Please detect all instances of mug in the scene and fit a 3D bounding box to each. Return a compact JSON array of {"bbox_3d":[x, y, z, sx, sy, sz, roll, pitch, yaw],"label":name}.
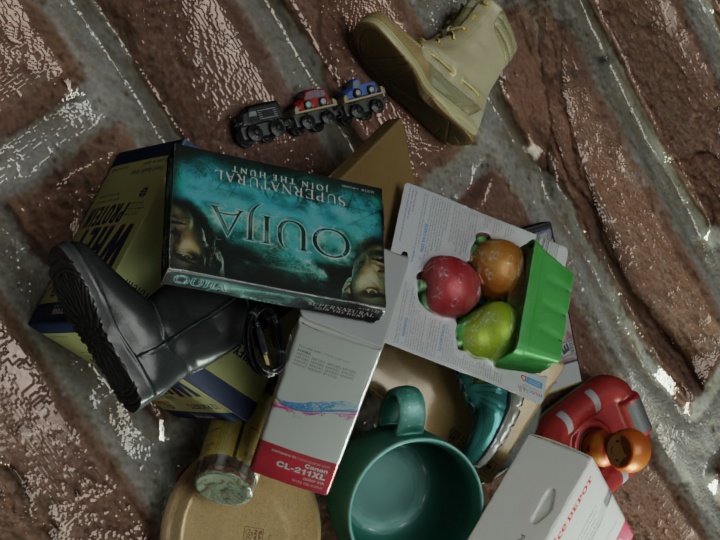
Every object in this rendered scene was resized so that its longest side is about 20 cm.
[{"bbox_3d":[0.048,0.227,1.737,0.152,0.114,0.185,32,86,-18],"label":"mug"}]

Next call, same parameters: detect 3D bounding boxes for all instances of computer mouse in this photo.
[{"bbox_3d":[-0.108,0.000,1.463,0.059,0.034,0.200,-13,73,-43],"label":"computer mouse"}]

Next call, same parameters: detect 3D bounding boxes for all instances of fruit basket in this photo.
[{"bbox_3d":[0.114,0.025,1.686,0.200,0.094,0.185,18,62,-13],"label":"fruit basket"}]

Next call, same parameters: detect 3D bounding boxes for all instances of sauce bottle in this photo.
[{"bbox_3d":[-0.113,0.141,1.640,0.065,0.065,0.200,44,42,-26],"label":"sauce bottle"}]

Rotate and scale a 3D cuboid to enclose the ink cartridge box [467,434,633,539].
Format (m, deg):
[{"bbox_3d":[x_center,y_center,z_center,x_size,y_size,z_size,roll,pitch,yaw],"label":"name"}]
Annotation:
[{"bbox_3d":[0.207,0.287,1.759,0.147,0.083,0.200,-57,144,-19],"label":"ink cartridge box"}]

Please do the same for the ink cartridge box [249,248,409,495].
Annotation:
[{"bbox_3d":[-0.029,0.088,1.543,0.083,0.200,0.146,20,39,0],"label":"ink cartridge box"}]

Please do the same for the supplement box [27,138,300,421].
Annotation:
[{"bbox_3d":[-0.173,0.014,1.591,0.200,0.134,0.200,36,67,-29],"label":"supplement box"}]

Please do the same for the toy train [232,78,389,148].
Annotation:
[{"bbox_3d":[-0.053,-0.172,1.756,0.200,0.034,0.046,-16,85,-35],"label":"toy train"}]

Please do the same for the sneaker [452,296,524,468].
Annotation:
[{"bbox_3d":[0.130,0.113,1.761,0.080,0.078,0.200,16,72,-17],"label":"sneaker"}]

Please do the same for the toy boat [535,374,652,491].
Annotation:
[{"bbox_3d":[0.284,0.210,1.921,0.200,0.131,0.131,-33,106,-33],"label":"toy boat"}]

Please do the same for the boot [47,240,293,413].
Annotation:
[{"bbox_3d":[-0.164,0.010,1.473,0.200,0.066,0.165,-33,103,-33],"label":"boot"}]

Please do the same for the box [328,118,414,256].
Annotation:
[{"bbox_3d":[0.016,-0.047,1.677,0.200,0.021,0.164,-49,132,-57],"label":"box"}]

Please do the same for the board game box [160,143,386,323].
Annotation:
[{"bbox_3d":[-0.075,-0.032,1.447,0.200,0.028,0.135,11,55,-18],"label":"board game box"}]

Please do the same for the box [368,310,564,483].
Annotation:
[{"bbox_3d":[0.112,0.111,1.798,0.200,0.021,0.164,39,74,-18],"label":"box"}]

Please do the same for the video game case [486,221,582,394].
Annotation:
[{"bbox_3d":[0.172,0.058,1.912,0.181,0.025,0.200,-16,97,-36],"label":"video game case"}]

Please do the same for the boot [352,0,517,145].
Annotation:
[{"bbox_3d":[0.089,-0.258,1.839,0.200,0.073,0.156,42,65,-29],"label":"boot"}]

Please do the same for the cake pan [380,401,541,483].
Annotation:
[{"bbox_3d":[0.120,0.146,1.835,0.200,0.037,0.201,0,89,-24],"label":"cake pan"}]

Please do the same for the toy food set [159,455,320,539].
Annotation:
[{"bbox_3d":[-0.121,0.273,1.668,0.198,0.049,0.200,-4,89,-37],"label":"toy food set"}]
